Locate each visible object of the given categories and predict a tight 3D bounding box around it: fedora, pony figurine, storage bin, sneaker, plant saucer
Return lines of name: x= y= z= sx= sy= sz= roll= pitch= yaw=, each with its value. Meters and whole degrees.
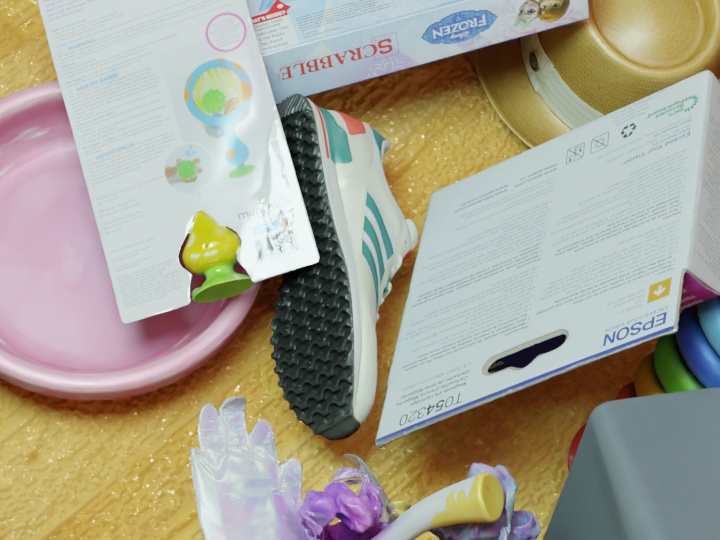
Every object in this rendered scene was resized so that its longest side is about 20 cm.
fedora: x=0.162 y=-0.149 z=1.609 sx=0.199 sy=0.082 sz=0.202 roll=3 pitch=61 yaw=-5
pony figurine: x=0.001 y=0.164 z=1.374 sx=0.166 sy=0.199 sz=0.194 roll=23 pitch=59 yaw=-44
storage bin: x=0.150 y=0.162 z=1.386 sx=0.145 sy=0.201 sz=0.135 roll=-6 pitch=52 yaw=-17
sneaker: x=0.000 y=0.000 z=1.501 sx=0.093 sy=0.070 sz=0.201 roll=12 pitch=59 yaw=-39
plant saucer: x=-0.152 y=-0.013 z=1.521 sx=0.199 sy=0.051 sz=0.202 roll=2 pitch=61 yaw=-4

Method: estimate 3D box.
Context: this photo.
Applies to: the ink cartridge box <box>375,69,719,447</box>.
ink cartridge box: x=0.109 y=0.003 z=1.453 sx=0.043 sy=0.196 sz=0.201 roll=45 pitch=39 yaw=-30

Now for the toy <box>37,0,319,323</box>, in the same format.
toy: x=-0.099 y=-0.076 z=1.499 sx=0.114 sy=0.047 sz=0.201 roll=-18 pitch=71 yaw=5

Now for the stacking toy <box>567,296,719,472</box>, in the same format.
stacking toy: x=0.185 y=0.060 z=1.450 sx=0.085 sy=0.200 sz=0.086 roll=25 pitch=38 yaw=-22

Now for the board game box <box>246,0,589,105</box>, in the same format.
board game box: x=0.011 y=-0.195 z=1.592 sx=0.199 sy=0.041 sz=0.200 roll=-15 pitch=44 yaw=-6
